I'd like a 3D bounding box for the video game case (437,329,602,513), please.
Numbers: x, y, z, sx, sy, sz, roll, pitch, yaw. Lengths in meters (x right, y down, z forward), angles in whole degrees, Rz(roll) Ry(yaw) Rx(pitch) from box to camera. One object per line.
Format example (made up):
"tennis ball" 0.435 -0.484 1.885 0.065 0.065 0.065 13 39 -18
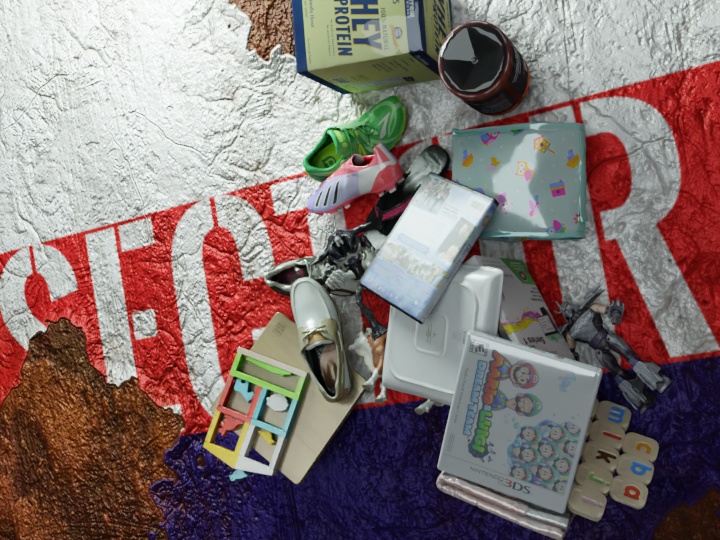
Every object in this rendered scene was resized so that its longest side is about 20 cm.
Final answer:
"video game case" 0.207 0.199 1.136 0.179 0.024 0.204 16 105 17

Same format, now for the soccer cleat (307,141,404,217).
"soccer cleat" -0.017 -0.145 1.375 0.198 0.067 0.077 -15 114 41

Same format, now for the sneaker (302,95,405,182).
"sneaker" -0.009 -0.207 1.387 0.199 0.083 0.075 -35 78 18

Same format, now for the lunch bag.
"lunch bag" 0.238 -0.128 1.268 0.196 0.121 0.174 1 90 28

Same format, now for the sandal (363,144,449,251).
"sandal" 0.063 -0.120 1.370 0.201 0.045 0.075 -53 55 12

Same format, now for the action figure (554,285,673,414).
"action figure" 0.358 0.110 1.248 0.200 0.069 0.131 45 124 20

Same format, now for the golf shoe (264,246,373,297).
"golf shoe" -0.062 0.009 1.410 0.196 0.088 0.079 -12 85 19

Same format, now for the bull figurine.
"bull figurine" 0.066 0.152 1.352 0.196 0.066 0.123 9 53 15

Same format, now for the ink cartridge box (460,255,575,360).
"ink cartridge box" 0.216 0.088 1.238 0.084 0.143 0.203 -39 64 31

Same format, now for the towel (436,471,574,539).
"towel" 0.221 0.310 1.237 0.188 0.199 0.033 19 98 20

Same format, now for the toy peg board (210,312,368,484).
"toy peg board" -0.109 0.214 1.441 0.199 0.098 0.201 35 87 17

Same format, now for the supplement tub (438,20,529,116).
"supplement tub" 0.185 -0.283 1.243 0.105 0.199 0.110 0 89 21

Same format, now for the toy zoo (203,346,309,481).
"toy zoo" -0.173 0.241 1.389 0.129 0.020 0.204 18 82 16

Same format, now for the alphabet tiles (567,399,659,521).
"alphabet tiles" 0.315 0.256 1.216 0.192 0.201 0.015 17 135 19

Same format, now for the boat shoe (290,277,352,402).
"boat shoe" -0.061 0.106 1.345 0.073 0.068 0.204 -22 87 7

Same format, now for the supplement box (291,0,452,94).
"supplement box" 0.025 -0.364 1.308 0.196 0.199 0.137 -5 90 21

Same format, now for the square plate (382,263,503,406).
"square plate" 0.107 0.087 1.221 0.196 0.028 0.205 10 96 44

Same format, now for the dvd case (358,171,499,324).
"dvd case" 0.095 -0.037 1.232 0.142 0.017 0.202 30 86 47

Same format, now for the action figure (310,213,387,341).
"action figure" 0.000 0.000 1.328 0.118 0.102 0.202 -34 85 -6
